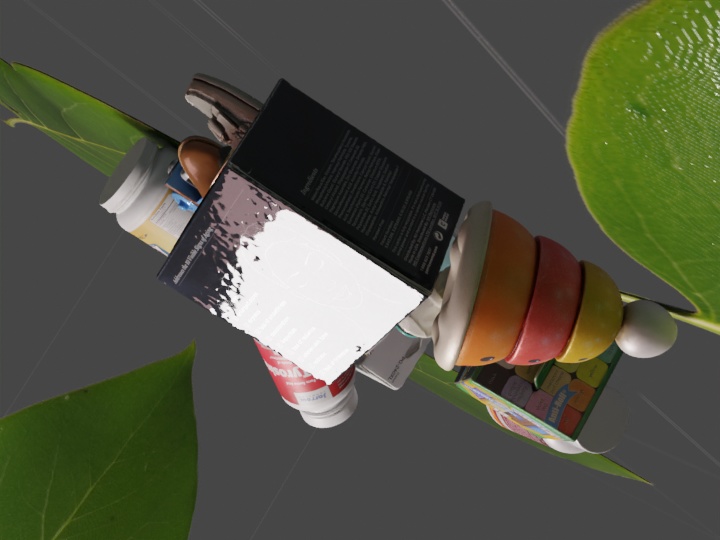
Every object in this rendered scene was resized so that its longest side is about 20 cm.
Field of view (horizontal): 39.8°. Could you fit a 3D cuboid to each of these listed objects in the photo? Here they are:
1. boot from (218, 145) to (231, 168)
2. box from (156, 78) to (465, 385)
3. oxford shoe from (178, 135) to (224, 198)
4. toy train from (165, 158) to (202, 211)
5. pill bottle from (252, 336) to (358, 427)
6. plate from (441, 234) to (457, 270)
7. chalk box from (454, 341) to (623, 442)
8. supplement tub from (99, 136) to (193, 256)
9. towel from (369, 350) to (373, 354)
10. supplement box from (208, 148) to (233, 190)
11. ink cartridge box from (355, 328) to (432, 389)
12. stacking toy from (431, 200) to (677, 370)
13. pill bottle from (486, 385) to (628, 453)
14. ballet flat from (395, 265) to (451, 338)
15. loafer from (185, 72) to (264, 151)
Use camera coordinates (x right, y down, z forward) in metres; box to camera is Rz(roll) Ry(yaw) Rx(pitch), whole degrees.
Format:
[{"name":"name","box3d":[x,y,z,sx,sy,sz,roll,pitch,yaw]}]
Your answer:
[{"name":"boot","box3d":[-0.112,-0.053,1.231,0.138,0.077,0.200,49,157,49]},{"name":"box","box3d":[-0.048,-0.027,0.896,0.196,0.124,0.200,32,141,-11]},{"name":"oxford shoe","box3d":[-0.163,-0.087,1.276,0.200,0.071,0.071,51,-159,-15]},{"name":"toy train","box3d":[-0.173,-0.096,1.375,0.200,0.087,0.114,35,163,-14]},{"name":"pill bottle","box3d":[-0.071,0.116,1.350,0.112,0.112,0.200,24,145,43]},{"name":"plate","box3d":[0.014,-0.001,1.059,0.200,0.026,0.200,5,145,4]},{"name":"chalk box","box3d":[0.190,0.096,1.043,0.124,0.125,0.200,31,173,2]},{"name":"supplement tub","box3d":[-0.277,-0.096,1.512,0.200,0.145,0.145,35,171,-24]},{"name":"towel","box3d":[-0.042,0.021,1.396,0.144,0.023,0.200,62,177,-34]},{"name":"supplement box","box3d":[-0.062,-0.070,1.088,0.200,0.067,0.069,34,138,-13]},{"name":"ink cartridge box","box3d":[0.013,0.075,1.485,0.083,0.145,0.200,37,170,-33]},{"name":"stacking toy","box3d":[0.168,0.032,0.833,0.200,0.146,0.146,14,171,3]},{"name":"pill bottle","box3d":[0.259,0.177,1.320,0.113,0.113,0.200,34,172,-22]},{"name":"ballet flat","box3d":[0.106,0.017,0.976,0.069,0.070,0.200,26,-155,30]},{"name":"loafer","box3d":[-0.091,-0.120,0.969,0.200,0.063,0.072,30,173,4]}]
